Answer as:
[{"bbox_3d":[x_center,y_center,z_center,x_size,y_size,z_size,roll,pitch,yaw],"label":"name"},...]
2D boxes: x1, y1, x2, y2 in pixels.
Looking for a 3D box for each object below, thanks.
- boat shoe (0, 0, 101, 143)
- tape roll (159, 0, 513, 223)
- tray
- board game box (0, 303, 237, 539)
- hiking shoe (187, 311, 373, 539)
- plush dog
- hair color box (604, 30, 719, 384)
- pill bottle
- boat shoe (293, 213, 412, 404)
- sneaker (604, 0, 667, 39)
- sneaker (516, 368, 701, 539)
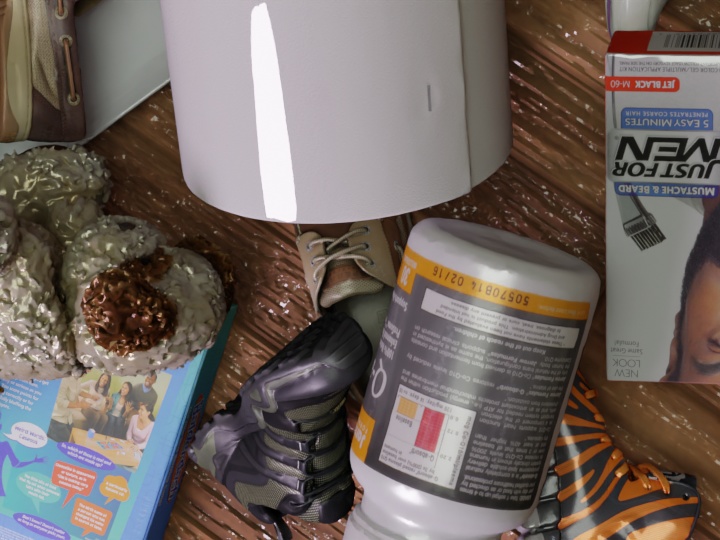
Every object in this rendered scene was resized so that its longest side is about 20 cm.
[{"bbox_3d":[-0.194,-0.179,1.376,0.071,0.072,0.202,3,82,-18],"label":"boat shoe"},{"bbox_3d":[-0.014,-0.131,1.268,0.201,0.203,0.140,1,117,12],"label":"tape roll"},{"bbox_3d":[-0.195,-0.133,1.416,0.199,0.022,0.108,-34,85,12],"label":"tray"},{"bbox_3d":[-0.182,0.092,1.413,0.151,0.045,0.202,20,97,11],"label":"board game box"},{"bbox_3d":[-0.028,0.098,1.329,0.101,0.200,0.076,48,57,2],"label":"hiking shoe"},{"bbox_3d":[-0.164,0.018,1.304,0.170,0.200,0.162,7,104,16],"label":"plush dog"},{"bbox_3d":[0.200,-0.037,1.291,0.110,0.064,0.202,1,110,12],"label":"hair color box"},{"bbox_3d":[0.059,0.080,1.255,0.115,0.116,0.202,18,99,11],"label":"pill bottle"},{"bbox_3d":[0.000,0.000,1.355,0.075,0.072,0.202,-22,88,12],"label":"boat shoe"},{"bbox_3d":[0.208,-0.220,1.296,0.099,0.075,0.202,24,98,11],"label":"sneaker"},{"bbox_3d":[0.147,0.111,1.337,0.111,0.078,0.202,-5,87,-2],"label":"sneaker"}]
